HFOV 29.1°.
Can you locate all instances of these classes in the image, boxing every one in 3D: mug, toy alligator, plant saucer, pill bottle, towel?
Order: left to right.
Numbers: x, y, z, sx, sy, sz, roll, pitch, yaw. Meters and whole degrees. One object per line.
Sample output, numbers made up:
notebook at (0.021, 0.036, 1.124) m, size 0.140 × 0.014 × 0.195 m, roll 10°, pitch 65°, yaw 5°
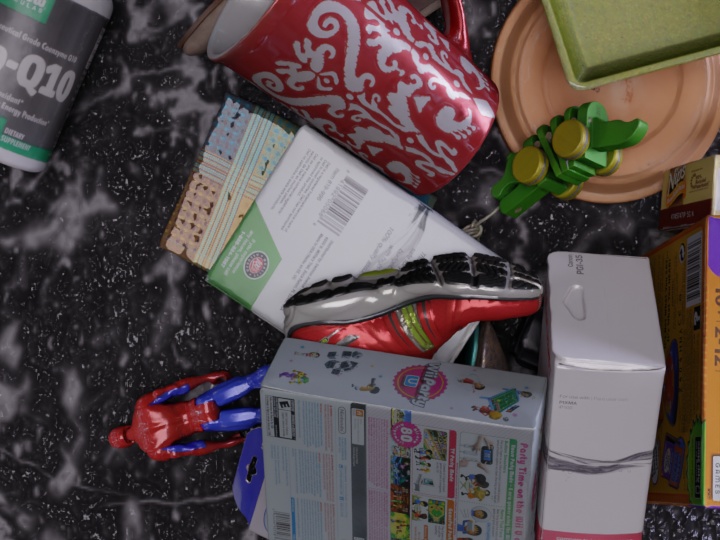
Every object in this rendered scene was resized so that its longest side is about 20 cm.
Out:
pill bottle at (-0.266, -0.191, 1.105) m, size 0.112 × 0.113 × 0.202 m, roll 24°, pitch 94°, yaw 0°
towel at (-0.052, -0.041, 1.157) m, size 0.198 × 0.022 × 0.148 m, roll 26°, pitch 94°, yaw 1°
mug at (0.014, -0.171, 1.046) m, size 0.199 × 0.134 × 0.178 m, roll 36°, pitch 114°, yaw -22°
toy alligator at (0.142, -0.084, 1.112) m, size 0.199 × 0.059 × 0.055 m, roll -32°, pitch 56°, yaw 36°
plant saucer at (0.205, -0.156, 1.138) m, size 0.197 × 0.032 × 0.204 m, roll 0°, pitch 93°, yaw 2°
plant saucer at (0.225, -0.248, 1.097) m, size 0.197 × 0.048 × 0.202 m, roll -15°, pitch 77°, yaw -6°

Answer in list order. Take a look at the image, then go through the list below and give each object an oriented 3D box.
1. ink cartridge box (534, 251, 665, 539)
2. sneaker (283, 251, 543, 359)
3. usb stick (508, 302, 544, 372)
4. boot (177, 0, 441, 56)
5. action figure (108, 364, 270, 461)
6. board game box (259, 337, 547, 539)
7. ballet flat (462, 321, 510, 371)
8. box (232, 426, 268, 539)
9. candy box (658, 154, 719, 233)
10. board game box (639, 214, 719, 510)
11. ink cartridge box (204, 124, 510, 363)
ink cartridge box at (0.177, 0.108, 1.057) m, size 0.081 × 0.147 × 0.202 m, roll 3°, pitch 124°, yaw 4°
sneaker at (0.042, 0.040, 1.036) m, size 0.197 × 0.077 × 0.086 m, roll -9°, pitch 106°, yaw 13°
usb stick at (0.221, 0.086, 1.153) m, size 0.198 × 0.033 × 0.056 m, roll 23°, pitch 87°, yaw 0°
boot at (-0.032, -0.205, 1.127) m, size 0.146 × 0.070 × 0.200 m, roll 43°, pitch 105°, yaw -13°
action figure at (-0.118, 0.116, 1.154) m, size 0.197 × 0.052 × 0.066 m, roll -15°, pitch 88°, yaw 6°
board game box at (0.031, 0.140, 1.014) m, size 0.197 × 0.065 × 0.149 m, roll 8°, pitch 124°, yaw 12°
ballet flat at (0.104, 0.140, 1.146) m, size 0.066 × 0.068 × 0.203 m, roll 11°, pitch 104°, yaw -3°
box at (-0.004, 0.187, 1.118) m, size 0.198 × 0.042 × 0.120 m, roll 24°, pitch 120°, yaw 9°
candy box at (0.348, -0.049, 1.085) m, size 0.197 × 0.115 × 0.056 m, roll 6°, pitch 88°, yaw -7°
board game box at (0.325, 0.080, 1.042) m, size 0.197 × 0.200 × 0.203 m, roll 3°, pitch 82°, yaw -3°
ink cartridge box at (0.000, 0.000, 1.105) m, size 0.199 × 0.083 × 0.147 m, roll 35°, pitch 95°, yaw 0°
